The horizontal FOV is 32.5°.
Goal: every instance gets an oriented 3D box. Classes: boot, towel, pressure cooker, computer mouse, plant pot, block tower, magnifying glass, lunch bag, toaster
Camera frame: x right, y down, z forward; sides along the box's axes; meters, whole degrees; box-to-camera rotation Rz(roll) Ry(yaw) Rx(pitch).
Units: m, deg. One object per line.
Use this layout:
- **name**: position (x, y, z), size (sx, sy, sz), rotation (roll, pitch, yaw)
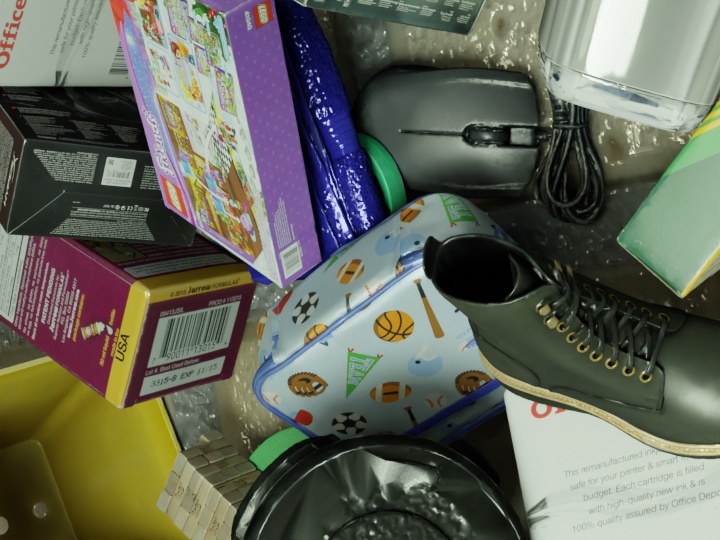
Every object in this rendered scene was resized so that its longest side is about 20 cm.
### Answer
- **boot**: position (0.135, 0.036, 0.636), size (0.197, 0.138, 0.078), rotation (4, 68, 29)
- **towel**: position (-0.064, -0.090, 0.850), size (0.147, 0.049, 0.203), rotation (-13, 99, 46)
- **pressure cooker**: position (0.007, 0.190, 0.753), size (0.173, 0.200, 0.182), rotation (-1, 81, -3)
- **computer mouse**: position (0.065, -0.100, 0.830), size (0.198, 0.052, 0.141), rotation (2, 99, 36)
- **plant pot**: position (-0.275, 0.196, 1.049), size (0.176, 0.198, 0.202), rotation (-32, 78, 47)
- **block tower**: position (-0.067, 0.204, 0.910), size (0.199, 0.057, 0.055), rotation (38, 116, 27)
- **magnifying glass**: position (0.000, 0.000, 0.882), size (0.079, 0.022, 0.203), rotation (21, 122, 39)
- **lunch bag**: position (0.039, 0.049, 0.809), size (0.199, 0.160, 0.076), rotation (-33, 33, 27)
- **toaster**: position (0.160, -0.158, 0.670), size (0.112, 0.200, 0.131), rotation (15, 112, 2)

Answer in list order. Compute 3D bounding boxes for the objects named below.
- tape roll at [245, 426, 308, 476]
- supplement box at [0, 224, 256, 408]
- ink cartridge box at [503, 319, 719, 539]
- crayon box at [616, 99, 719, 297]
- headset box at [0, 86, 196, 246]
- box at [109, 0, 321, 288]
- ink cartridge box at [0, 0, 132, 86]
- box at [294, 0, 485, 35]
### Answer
- **tape roll**: position (-0.011, 0.211, 0.934), size (0.198, 0.048, 0.204), rotation (6, 100, 36)
- **supplement box**: position (-0.203, 0.011, 0.994), size (0.199, 0.130, 0.105), rotation (30, 113, 30)
- **ink cartridge box**: position (0.174, 0.149, 0.697), size (0.144, 0.084, 0.203), rotation (-18, 59, 19)
- **crayon box**: position (0.231, -0.088, 0.662), size (0.052, 0.125, 0.201), rotation (42, 119, 16)
- **headset box**: position (-0.224, -0.099, 0.955), size (0.200, 0.147, 0.078), rotation (41, 120, 48)
- **box**: position (-0.093, -0.102, 0.780), size (0.136, 0.039, 0.202), rotation (33, 145, 38)
- **ink cartridge box**: position (-0.218, -0.221, 0.928), size (0.083, 0.199, 0.146), rotation (36, 116, 26)
- **box**: position (-0.027, -0.212, 0.788), size (0.158, 0.199, 0.046), rotation (36, 113, 27)
